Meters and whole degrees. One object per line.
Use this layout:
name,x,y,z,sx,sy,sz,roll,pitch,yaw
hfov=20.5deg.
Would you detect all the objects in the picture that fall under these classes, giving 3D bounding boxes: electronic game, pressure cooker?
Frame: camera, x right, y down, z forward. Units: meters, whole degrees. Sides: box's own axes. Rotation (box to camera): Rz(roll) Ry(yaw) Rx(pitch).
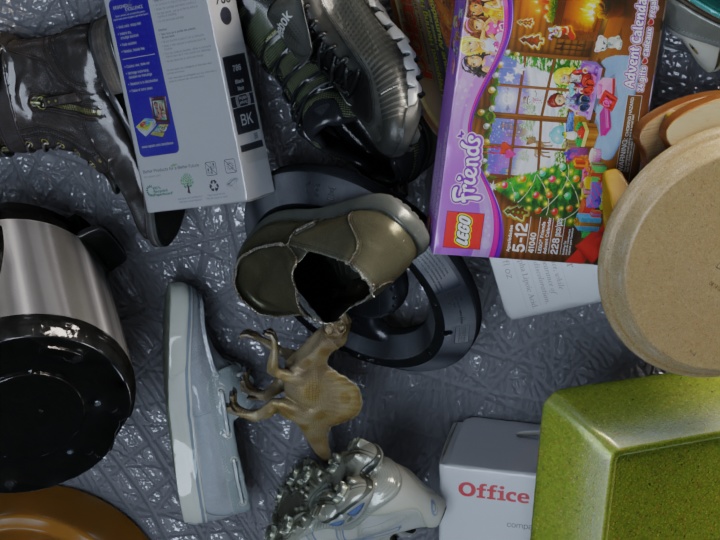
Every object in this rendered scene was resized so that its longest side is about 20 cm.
electronic game,0.000,0.000,1.476,0.200,0.042,0.200,25,145,19
pressure cooker,-0.272,0.049,1.524,0.176,0.200,0.179,5,127,-22

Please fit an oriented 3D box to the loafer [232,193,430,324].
loafer,-0.036,-0.002,1.403,0.075,0.070,0.200,47,146,-15

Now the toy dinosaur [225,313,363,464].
toy dinosaur,-0.047,0.099,1.521,0.101,0.058,0.200,10,135,8

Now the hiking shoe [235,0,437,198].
hiking shoe,-0.023,-0.138,1.433,0.200,0.101,0.076,43,112,-6

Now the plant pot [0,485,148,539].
plant pot,-0.277,0.305,1.631,0.200,0.183,0.201,5,112,12

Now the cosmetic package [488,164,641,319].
cosmetic package,0.192,-0.039,1.435,0.200,0.074,0.102,-13,107,20

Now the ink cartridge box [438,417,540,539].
ink cartridge box,0.135,0.226,1.548,0.144,0.085,0.200,4,111,12

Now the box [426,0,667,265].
box,0.124,-0.105,1.347,0.137,0.039,0.200,3,109,-9

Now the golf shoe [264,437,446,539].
golf shoe,-0.008,0.192,1.544,0.097,0.078,0.200,27,158,-17

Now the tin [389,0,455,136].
tin,0.066,-0.180,1.398,0.112,0.042,0.200,13,122,53

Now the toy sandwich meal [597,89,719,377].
toy sandwich meal,0.241,-0.025,1.346,0.205,0.070,0.205,-5,115,-12

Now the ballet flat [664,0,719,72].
ballet flat,0.268,-0.156,1.373,0.200,0.067,0.064,22,121,5

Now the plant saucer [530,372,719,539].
plant saucer,0.221,0.175,1.456,0.199,0.048,0.200,-7,112,-27

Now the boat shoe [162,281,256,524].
boat shoe,-0.118,0.103,1.582,0.071,0.070,0.201,-6,106,-8

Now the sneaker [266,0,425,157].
sneaker,-0.018,-0.161,1.377,0.090,0.200,0.066,-4,150,-22

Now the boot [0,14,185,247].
boot,-0.233,-0.105,1.529,0.174,0.069,0.200,-9,105,23

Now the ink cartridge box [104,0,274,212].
ink cartridge box,-0.128,-0.145,1.439,0.099,0.039,0.200,-4,102,36
